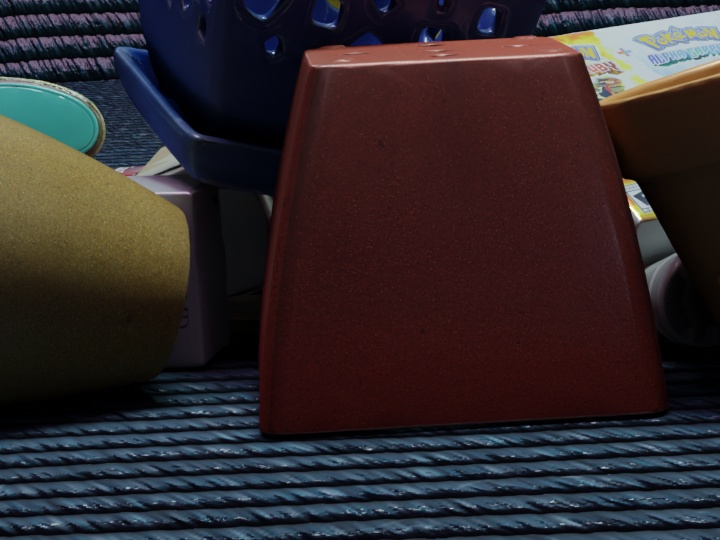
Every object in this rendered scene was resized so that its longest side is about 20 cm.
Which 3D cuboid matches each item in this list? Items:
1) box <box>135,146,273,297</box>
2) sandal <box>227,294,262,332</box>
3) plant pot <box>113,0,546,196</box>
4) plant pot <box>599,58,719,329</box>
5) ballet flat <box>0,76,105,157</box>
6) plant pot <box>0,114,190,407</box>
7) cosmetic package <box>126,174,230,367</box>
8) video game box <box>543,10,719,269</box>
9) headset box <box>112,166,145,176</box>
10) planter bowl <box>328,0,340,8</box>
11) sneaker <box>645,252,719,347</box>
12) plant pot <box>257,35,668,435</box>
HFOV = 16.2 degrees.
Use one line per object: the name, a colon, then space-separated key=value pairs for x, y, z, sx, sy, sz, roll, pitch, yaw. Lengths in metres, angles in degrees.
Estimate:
box: x=-0.091 y=-0.039 z=1.641 sx=0.077 sy=0.095 sz=0.200 roll=-19 pitch=7 yaw=5
sandal: x=0.000 y=0.000 z=1.472 sx=0.199 sy=0.054 sz=0.080 roll=-13 pitch=-3 yaw=32
plant pot: x=-0.028 y=-0.142 z=1.448 sx=0.199 sy=0.180 sz=0.200 roll=9 pitch=19 yaw=-24
plant pot: x=0.232 y=-0.047 z=1.275 sx=0.199 sy=0.141 sz=0.200 roll=-17 pitch=3 yaw=1
ballet flat: x=-0.271 y=-0.089 z=1.682 sx=0.199 sy=0.071 sz=0.071 roll=-5 pitch=9 yaw=-10
plant pot: x=-0.196 y=-0.002 z=1.311 sx=0.199 sy=0.187 sz=0.186 roll=10 pitch=4 yaw=-20
cosmetic package: x=-0.180 y=0.002 z=1.432 sx=0.199 sy=0.102 sz=0.071 roll=-2 pitch=10 yaw=10
video game box: x=0.192 y=-0.081 z=1.497 sx=0.199 sy=0.047 sz=0.182 roll=-11 pitch=40 yaw=-28
headset box: x=-0.224 y=-0.022 z=1.673 sx=0.199 sy=0.075 sz=0.149 roll=-3 pitch=9 yaw=2
planter bowl: x=-0.005 y=-0.111 z=1.669 sx=0.200 sy=0.084 sz=0.201 roll=12 pitch=38 yaw=-9
sneaker: x=0.237 y=-0.003 z=1.409 sx=0.199 sy=0.075 sz=0.082 roll=-5 pitch=6 yaw=-24
plant pot: x=0.042 y=-0.027 z=1.301 sx=0.199 sy=0.177 sz=0.200 roll=-4 pitch=9 yaw=-2
